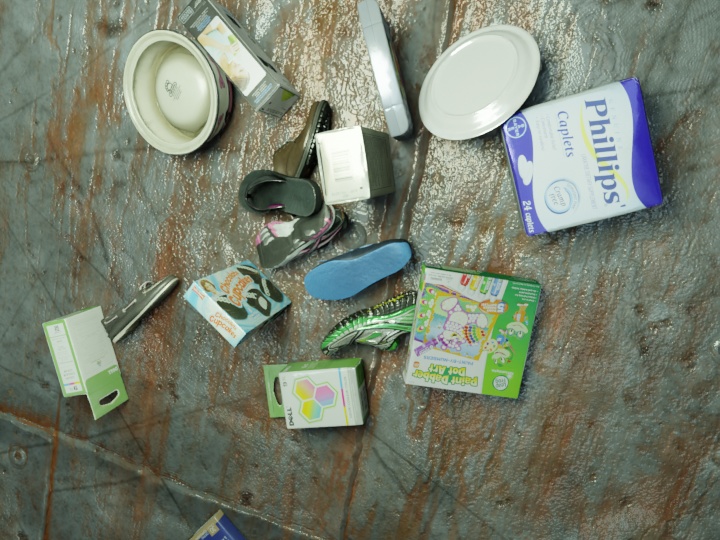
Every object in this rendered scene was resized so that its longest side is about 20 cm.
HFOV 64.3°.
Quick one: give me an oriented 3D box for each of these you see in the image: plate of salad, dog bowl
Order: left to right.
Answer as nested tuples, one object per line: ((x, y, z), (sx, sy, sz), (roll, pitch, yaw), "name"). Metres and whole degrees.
((-0.309, -0.307, 0.991), (0.196, 0.074, 0.204), (8, 112, 21), "dog bowl")
((0.180, -0.284, 0.875), (0.197, 0.048, 0.204), (-17, 59, 30), "plate of salad")

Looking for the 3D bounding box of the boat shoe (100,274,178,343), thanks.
((-0.431, 0.064, 1.103), (0.199, 0.067, 0.057), (-41, 93, 20), "boat shoe")

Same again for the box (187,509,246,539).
((-0.263, 0.605, 1.171), (0.121, 0.032, 0.200), (-44, 89, 16), "box")

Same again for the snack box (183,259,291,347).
((-0.202, 0.050, 0.976), (0.116, 0.200, 0.037), (43, 108, 2), "snack box")

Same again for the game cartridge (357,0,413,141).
((0.042, -0.308, 0.894), (0.040, 0.133, 0.204), (-14, 96, 15), "game cartridge")

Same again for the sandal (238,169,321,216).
((-0.148, -0.129, 0.952), (0.198, 0.048, 0.077), (7, 106, 41), "sandal")

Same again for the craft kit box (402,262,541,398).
((0.182, 0.101, 0.951), (0.196, 0.049, 0.201), (7, 104, -4), "craft kit box")

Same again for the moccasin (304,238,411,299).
((0.000, 0.000, 0.991), (0.197, 0.068, 0.082), (-15, 103, 16), "moccasin")

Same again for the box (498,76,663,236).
((0.325, -0.169, 0.865), (0.196, 0.105, 0.187), (-14, 97, 14), "box")

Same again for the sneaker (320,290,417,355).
((0.020, 0.110, 0.997), (0.197, 0.078, 0.087), (-22, 95, 15), "sneaker")

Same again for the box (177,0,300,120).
((-0.197, -0.352, 0.953), (0.060, 0.117, 0.201), (-40, 87, 14), "box")

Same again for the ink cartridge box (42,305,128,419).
((-0.539, 0.182, 1.128), (0.058, 0.104, 0.204), (-13, 97, 15), "ink cartridge box")

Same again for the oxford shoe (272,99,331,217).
((-0.111, -0.201, 0.980), (0.083, 0.073, 0.203), (27, 103, 11), "oxford shoe")

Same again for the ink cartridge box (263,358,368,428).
((-0.090, 0.225, 1.043), (0.196, 0.059, 0.106), (-6, 98, 14), "ink cartridge box")

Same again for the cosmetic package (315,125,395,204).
((-0.002, -0.163, 0.893), (0.070, 0.200, 0.107), (-6, 97, 15), "cosmetic package")

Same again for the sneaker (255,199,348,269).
((-0.099, -0.053, 1.001), (0.198, 0.086, 0.082), (-21, 72, 37), "sneaker")
